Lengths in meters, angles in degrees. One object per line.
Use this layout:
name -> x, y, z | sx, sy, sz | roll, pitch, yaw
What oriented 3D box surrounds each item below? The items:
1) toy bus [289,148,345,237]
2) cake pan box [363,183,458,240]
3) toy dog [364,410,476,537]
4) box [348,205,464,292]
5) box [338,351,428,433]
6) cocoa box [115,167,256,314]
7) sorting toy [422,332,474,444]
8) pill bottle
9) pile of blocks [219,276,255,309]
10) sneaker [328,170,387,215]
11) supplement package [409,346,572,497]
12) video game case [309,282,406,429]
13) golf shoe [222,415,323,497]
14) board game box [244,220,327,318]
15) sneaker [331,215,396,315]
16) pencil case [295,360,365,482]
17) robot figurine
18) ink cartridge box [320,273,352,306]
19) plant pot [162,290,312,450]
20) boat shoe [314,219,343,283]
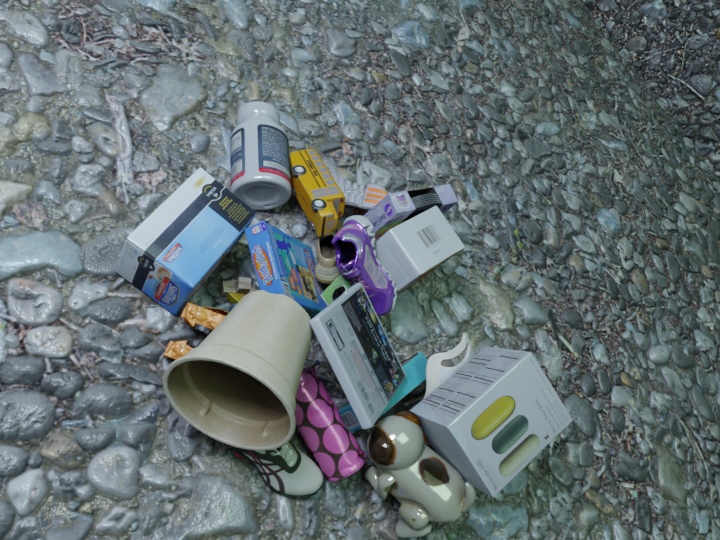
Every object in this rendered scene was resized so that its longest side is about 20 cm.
toy bus -> -0.090, -0.160, 1.154 | 0.078, 0.065, 0.200 | -14, 52, -23
cake pan box -> 0.087, -0.113, 1.224 | 0.184, 0.200, 0.052 | -16, 75, -39
toy dog -> 0.086, 0.348, 0.993 | 0.140, 0.194, 0.200 | -38, 98, -30
box -> 0.085, -0.021, 1.174 | 0.152, 0.200, 0.106 | -30, 83, -39
box -> 0.048, 0.233, 1.094 | 0.200, 0.082, 0.049 | -30, 83, -39
cocoa box -> -0.301, -0.050, 0.994 | 0.131, 0.133, 0.200 | 39, 52, -9
sorting toy -> 0.191, 0.226, 1.129 | 0.200, 0.107, 0.180 | -26, 110, -38
pill bottle -> -0.204, -0.236, 1.161 | 0.119, 0.120, 0.200 | 8, 62, -28
pile of blocks -> -0.176, 0.086, 1.046 | 0.200, 0.062, 0.082 | 38, 52, -9
sneaker -> -0.028, -0.154, 1.260 | 0.200, 0.112, 0.078 | 19, 78, 15
supplement package -> 0.229, 0.258, 1.012 | 0.200, 0.151, 0.152 | -36, 98, -18
video game case -> 0.002, 0.139, 0.979 | 0.200, 0.023, 0.182 | 64, 28, -6
golf shoe -> -0.137, 0.308, 0.939 | 0.200, 0.088, 0.077 | 37, 51, -12
board game box -> -0.130, 0.009, 1.054 | 0.200, 0.045, 0.152 | 31, 39, -66
sneaker -> 0.000, 0.000, 1.081 | 0.088, 0.080, 0.200 | -36, 107, -53
pencil case -> -0.067, 0.267, 1.008 | 0.091, 0.094, 0.200 | -30, 83, 2
robot figurine -> -0.223, 0.136, 0.981 | 0.200, 0.058, 0.145 | 26, 72, -18
ink cartridge box -> -0.021, 0.117, 1.089 | 0.200, 0.059, 0.104 | 57, 33, -9
plant pot -> -0.163, 0.137, 0.868 | 0.200, 0.200, 0.184 | 36, 40, -11
boat shoe -> -0.055, -0.056, 1.155 | 0.071, 0.065, 0.200 | 2, 37, -3
